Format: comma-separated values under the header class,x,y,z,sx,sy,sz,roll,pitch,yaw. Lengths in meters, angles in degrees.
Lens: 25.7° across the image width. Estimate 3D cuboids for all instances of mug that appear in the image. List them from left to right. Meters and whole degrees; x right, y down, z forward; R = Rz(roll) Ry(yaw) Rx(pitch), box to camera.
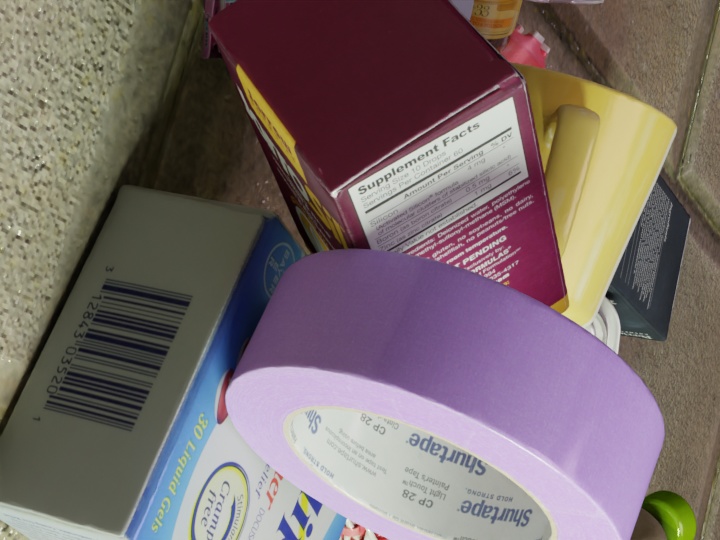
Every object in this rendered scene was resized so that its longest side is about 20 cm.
class,x,y,z,sx,sy,sz,roll,pitch,yaw
mug,0.099,-0.041,0.984,0.186,0.148,0.154,22,84,-59

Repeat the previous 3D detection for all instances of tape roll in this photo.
class,x,y,z,sx,sy,sz,roll,pitch,yaw
tape roll,0.039,0.073,0.743,0.066,0.199,0.200,-65,149,-25

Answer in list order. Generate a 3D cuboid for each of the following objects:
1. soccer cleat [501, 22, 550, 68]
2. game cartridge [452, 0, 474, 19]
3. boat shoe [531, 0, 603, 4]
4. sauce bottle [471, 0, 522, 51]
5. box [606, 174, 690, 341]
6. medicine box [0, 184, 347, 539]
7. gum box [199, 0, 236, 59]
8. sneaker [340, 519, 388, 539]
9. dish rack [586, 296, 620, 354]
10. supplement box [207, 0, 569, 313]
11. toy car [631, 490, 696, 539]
class,x,y,z,sx,sy,sz,roll,pitch,yaw
soccer cleat,0.121,-0.130,1.208,0.076,0.067,0.200,-45,155,2
game cartridge,0.004,-0.159,0.851,0.200,0.041,0.134,26,79,-59
boat shoe,0.170,-0.233,1.202,0.199,0.068,0.073,-15,80,-43
sauce bottle,0.092,-0.242,1.045,0.066,0.066,0.201,-41,149,-50
box,0.144,-0.030,1.172,0.200,0.147,0.108,33,67,-60
medicine box,-0.082,0.087,0.846,0.200,0.102,0.183,53,53,-53
gum box,-0.015,-0.177,0.917,0.200,0.066,0.115,-11,107,-60
sneaker,-0.005,0.140,0.979,0.199,0.087,0.074,-29,134,-28
dish rack,0.087,0.105,1.090,0.044,0.170,0.202,-29,126,-78
supplement box,0.020,-0.047,0.783,0.103,0.131,0.200,-31,145,-6
toy car,0.172,0.279,1.355,0.164,0.157,0.202,-15,125,-46
